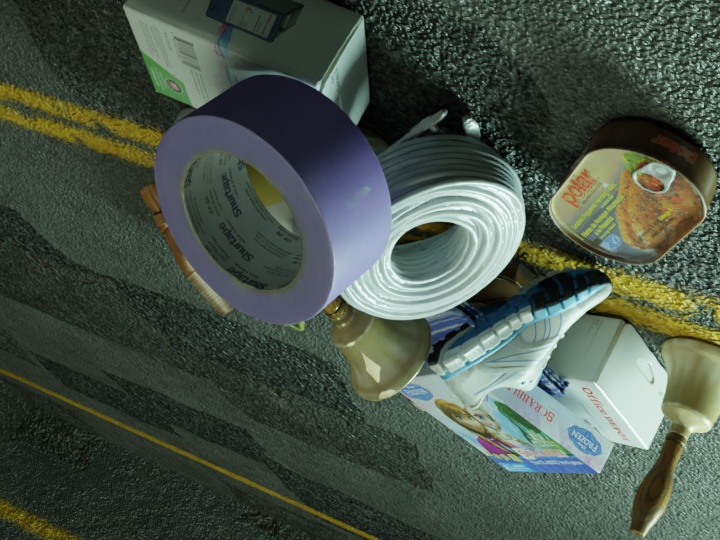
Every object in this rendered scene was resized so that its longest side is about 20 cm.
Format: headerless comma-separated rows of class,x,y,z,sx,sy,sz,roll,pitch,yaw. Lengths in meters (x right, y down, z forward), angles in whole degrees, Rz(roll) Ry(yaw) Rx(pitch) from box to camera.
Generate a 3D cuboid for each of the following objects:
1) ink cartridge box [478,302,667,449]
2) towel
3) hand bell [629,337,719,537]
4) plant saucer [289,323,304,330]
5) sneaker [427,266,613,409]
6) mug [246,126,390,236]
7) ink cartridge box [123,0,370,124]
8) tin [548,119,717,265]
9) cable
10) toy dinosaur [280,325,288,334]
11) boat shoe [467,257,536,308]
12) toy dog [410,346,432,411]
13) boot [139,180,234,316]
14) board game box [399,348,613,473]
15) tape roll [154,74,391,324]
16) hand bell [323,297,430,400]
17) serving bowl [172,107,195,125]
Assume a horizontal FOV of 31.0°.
ink cartridge box,0.230,0.114,1.462,0.199,0.086,0.147,9,150,47
towel,0.116,0.080,1.399,0.200,0.024,0.145,38,158,-13
hand bell,0.321,0.181,1.328,0.104,0.201,0.104,25,160,10
plant saucer,-0.159,-0.013,1.742,0.199,0.048,0.200,25,160,12
sneaker,0.171,0.071,1.307,0.087,0.199,0.075,57,-172,-17
mug,-0.047,-0.086,1.294,0.186,0.150,0.153,33,153,-29
ink cartridge box,-0.097,-0.194,1.175,0.199,0.088,0.146,26,160,15
tin,0.230,-0.065,1.109,0.111,0.042,0.200,26,160,-1
cable,0.061,-0.037,1.212,0.200,0.199,0.070,41,-159,-47
toy dinosaur,-0.049,-0.007,1.504,0.047,0.200,0.089,-8,107,29
boat shoe,0.106,0.019,1.420,0.076,0.074,0.199,42,157,-31
toy dog,0.063,0.100,1.651,0.132,0.096,0.200,40,180,-27
boot,-0.155,-0.045,1.373,0.076,0.200,0.156,-33,95,24
board game box,0.150,0.157,1.449,0.199,0.041,0.200,37,160,-14
tape roll,-0.076,-0.060,1.112,0.199,0.085,0.201,24,134,27
hand bell,-0.030,0.035,1.291,0.104,0.105,0.200,3,149,50
serving bowl,-0.137,-0.098,1.459,0.199,0.066,0.200,29,167,8
